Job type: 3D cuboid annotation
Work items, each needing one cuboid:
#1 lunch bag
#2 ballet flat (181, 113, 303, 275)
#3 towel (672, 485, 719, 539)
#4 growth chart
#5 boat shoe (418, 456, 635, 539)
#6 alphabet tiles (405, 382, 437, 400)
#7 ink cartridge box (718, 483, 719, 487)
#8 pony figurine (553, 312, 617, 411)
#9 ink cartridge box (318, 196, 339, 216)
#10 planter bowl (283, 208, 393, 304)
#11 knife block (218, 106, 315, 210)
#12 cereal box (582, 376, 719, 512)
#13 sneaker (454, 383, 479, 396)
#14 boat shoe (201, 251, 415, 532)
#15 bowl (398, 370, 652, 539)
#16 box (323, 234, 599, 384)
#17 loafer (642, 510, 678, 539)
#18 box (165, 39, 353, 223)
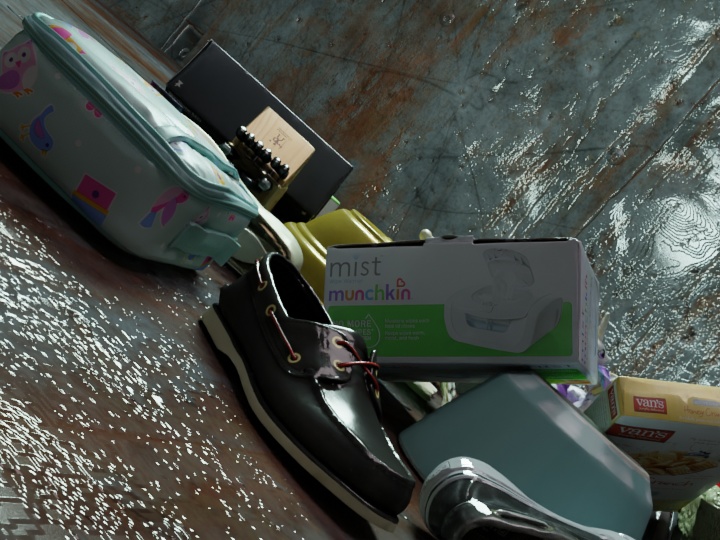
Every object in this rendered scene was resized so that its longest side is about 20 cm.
[{"bbox_3d":[-0.141,-0.072,0.681,0.160,0.077,0.200,42,4,6],"label":"lunch bag"},{"bbox_3d":[-0.125,-0.059,0.860,0.199,0.070,0.069,41,4,-5],"label":"ballet flat"},{"bbox_3d":[0.306,0.266,1.021,0.036,0.151,0.200,15,1,5],"label":"towel"},{"bbox_3d":[0.081,0.058,1.091,0.145,0.017,0.204,48,37,-73],"label":"growth chart"},{"bbox_3d":[0.116,0.181,0.616,0.198,0.073,0.071,30,16,-17],"label":"boat shoe"},{"bbox_3d":[0.007,0.064,1.157,0.195,0.015,0.200,42,4,8],"label":"alphabet tiles"},{"bbox_3d":[0.374,0.283,1.193,0.084,0.176,0.200,39,3,-16],"label":"ink cartridge box"},{"bbox_3d":[0.246,0.168,1.238,0.201,0.192,0.167,53,2,-18],"label":"pony figurine"},{"bbox_3d":[-0.135,-0.131,1.385,0.200,0.084,0.145,43,3,13],"label":"ink cartridge box"},{"bbox_3d":[0.000,0.000,1.069,0.200,0.084,0.200,42,4,-4],"label":"planter bowl"},{"bbox_3d":[-0.124,-0.062,1.006,0.064,0.200,0.176,41,49,-3],"label":"knife block"},{"bbox_3d":[0.243,0.151,0.911,0.141,0.040,0.201,6,-30,-8],"label":"cereal box"},{"bbox_3d":[0.158,0.162,1.044,0.201,0.074,0.084,51,12,19],"label":"sneaker"},{"bbox_3d":[-0.024,0.056,0.574,0.074,0.063,0.202,42,4,-38],"label":"boat shoe"},{"bbox_3d":[0.133,0.149,0.791,0.200,0.105,0.201,41,3,-3],"label":"bowl"},{"bbox_3d":[0.088,0.036,0.880,0.196,0.099,0.176,-1,-10,16],"label":"box"},{"bbox_3d":[0.253,0.237,1.013,0.063,0.072,0.200,40,22,-4],"label":"loafer"},{"bbox_3d":[-0.119,-0.127,1.162,0.200,0.079,0.141,42,-21,-3],"label":"box"}]
